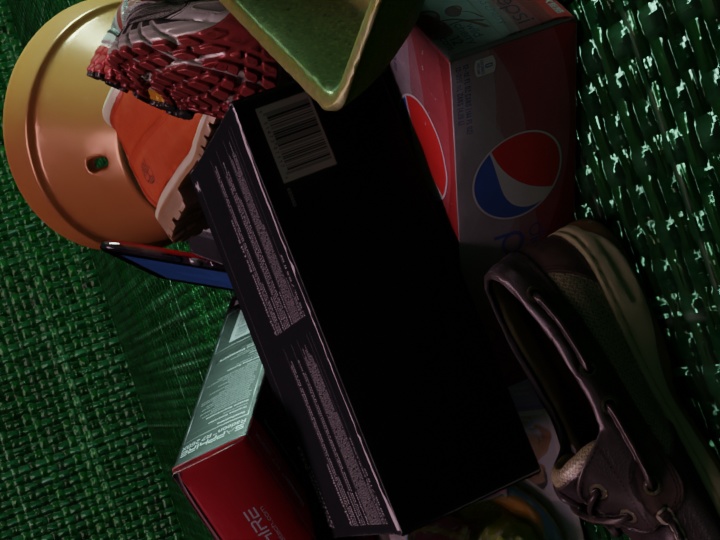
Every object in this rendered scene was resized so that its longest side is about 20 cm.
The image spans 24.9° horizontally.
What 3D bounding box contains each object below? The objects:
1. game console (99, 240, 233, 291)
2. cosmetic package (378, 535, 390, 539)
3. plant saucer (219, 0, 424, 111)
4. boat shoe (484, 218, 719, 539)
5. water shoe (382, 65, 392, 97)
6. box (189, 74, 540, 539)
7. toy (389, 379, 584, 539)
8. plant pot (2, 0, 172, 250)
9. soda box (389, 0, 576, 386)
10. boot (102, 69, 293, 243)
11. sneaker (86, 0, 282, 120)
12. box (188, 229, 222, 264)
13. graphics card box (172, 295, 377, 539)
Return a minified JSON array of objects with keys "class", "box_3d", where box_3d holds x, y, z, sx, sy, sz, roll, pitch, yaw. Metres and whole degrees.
[{"class":"game console","box_3d":[-0.091,0.049,1.206,0.200,0.117,0.174,43,-155,-81]},{"class":"cosmetic package","box_3d":[0.044,0.200,1.048,0.201,0.086,0.104,101,148,-64]},{"class":"plant saucer","box_3d":[-0.006,-0.197,0.686,0.200,0.047,0.202,48,126,44]},{"class":"boat shoe","box_3d":[0.110,0.080,0.700,0.073,0.064,0.202,120,129,-69]},{"class":"water shoe","box_3d":[0.036,-0.078,0.821,0.078,0.071,0.201,31,145,26]},{"class":"box","box_3d":[-0.004,0.019,0.773,0.202,0.078,0.141,68,161,3]},{"class":"toy","box_3d":[0.059,0.143,0.875,0.047,0.114,0.203,-31,-70,-60]},{"class":"plant pot","box_3d":[-0.156,-0.108,1.249,0.139,0.199,0.203,12,121,54]},{"class":"soda box","box_3d":[0.058,-0.038,0.753,0.070,0.063,0.202,-126,22,-45]},{"class":"boot","box_3d":[-0.096,-0.110,0.952,0.108,0.075,0.200,56,141,13]},{"class":"sneaker","box_3d":[-0.086,-0.125,0.813,0.200,0.077,0.083,19,86,66]},{"class":"box","box_3d":[-0.058,-0.088,1.027,0.157,0.050,0.202,19,131,37]},{"class":"graphics card box","box_3d":[-0.037,0.098,0.899,0.126,0.050,0.200,58,-164,-18]}]
